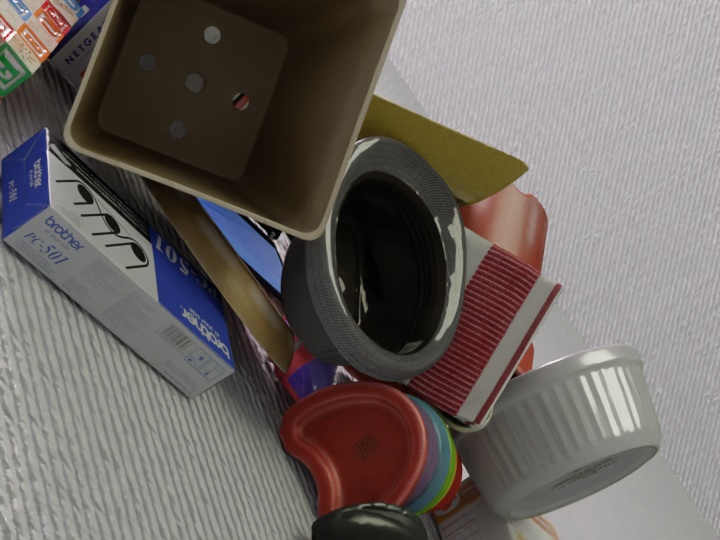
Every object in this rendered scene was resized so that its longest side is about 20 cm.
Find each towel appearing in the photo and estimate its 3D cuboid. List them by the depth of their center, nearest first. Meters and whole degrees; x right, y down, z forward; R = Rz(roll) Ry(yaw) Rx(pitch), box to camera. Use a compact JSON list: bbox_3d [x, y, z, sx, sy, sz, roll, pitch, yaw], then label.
[{"bbox_3d":[0.053,0.025,1.197,0.199,0.144,0.023,31,-3,15],"label":"towel"}]

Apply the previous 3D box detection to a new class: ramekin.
[{"bbox_3d":[0.186,0.156,1.301,0.202,0.202,0.095,29,34,-63],"label":"ramekin"}]

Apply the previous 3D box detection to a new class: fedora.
[{"bbox_3d":[0.000,0.000,1.140,0.177,0.090,0.201,33,53,-36],"label":"fedora"}]

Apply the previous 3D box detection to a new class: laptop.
[{"bbox_3d":[-0.091,-0.091,1.364,0.103,0.201,0.177,14,-23,44],"label":"laptop"}]

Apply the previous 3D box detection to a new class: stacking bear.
[{"bbox_3d":[0.031,0.164,1.197,0.122,0.113,0.200,61,9,22],"label":"stacking bear"}]

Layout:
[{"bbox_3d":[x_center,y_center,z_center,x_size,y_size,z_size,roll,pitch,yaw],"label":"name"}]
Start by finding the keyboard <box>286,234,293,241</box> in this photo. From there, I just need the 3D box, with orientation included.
[{"bbox_3d":[-0.099,-0.088,1.522,0.200,0.021,0.127,51,8,-17],"label":"keyboard"}]

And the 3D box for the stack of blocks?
[{"bbox_3d":[-0.279,-0.199,1.038,0.115,0.058,0.200,52,14,-18],"label":"stack of blocks"}]

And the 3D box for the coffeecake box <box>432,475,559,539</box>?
[{"bbox_3d":[0.160,0.314,1.359,0.153,0.073,0.200,42,19,-42],"label":"coffeecake box"}]

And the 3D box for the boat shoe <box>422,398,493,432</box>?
[{"bbox_3d":[0.078,0.041,1.234,0.066,0.074,0.200,110,-24,-55],"label":"boat shoe"}]

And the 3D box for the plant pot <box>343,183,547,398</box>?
[{"bbox_3d":[0.095,0.017,1.397,0.201,0.200,0.196,44,53,-43],"label":"plant pot"}]

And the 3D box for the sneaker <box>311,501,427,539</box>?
[{"bbox_3d":[0.035,0.251,1.071,0.200,0.076,0.091,45,25,-31],"label":"sneaker"}]

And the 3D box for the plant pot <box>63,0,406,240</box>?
[{"bbox_3d":[-0.110,-0.151,1.079,0.199,0.201,0.177,21,-3,-17],"label":"plant pot"}]

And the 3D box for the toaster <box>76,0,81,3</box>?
[{"bbox_3d":[-0.221,-0.289,1.237,0.114,0.129,0.201,-103,170,-62],"label":"toaster"}]

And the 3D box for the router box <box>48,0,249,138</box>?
[{"bbox_3d":[-0.143,-0.196,1.209,0.180,0.200,0.049,47,-3,-35],"label":"router box"}]

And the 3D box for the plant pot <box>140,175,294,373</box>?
[{"bbox_3d":[-0.110,-0.005,1.140,0.200,0.027,0.200,55,-3,4],"label":"plant pot"}]

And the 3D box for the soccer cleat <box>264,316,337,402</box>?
[{"bbox_3d":[-0.036,0.060,1.257,0.067,0.076,0.200,53,13,-15],"label":"soccer cleat"}]

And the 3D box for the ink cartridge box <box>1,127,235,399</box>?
[{"bbox_3d":[-0.169,-0.002,0.991,0.200,0.044,0.094,47,16,-38],"label":"ink cartridge box"}]

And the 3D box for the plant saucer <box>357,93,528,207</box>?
[{"bbox_3d":[0.027,-0.102,1.249,0.199,0.049,0.200,23,-7,-11],"label":"plant saucer"}]
